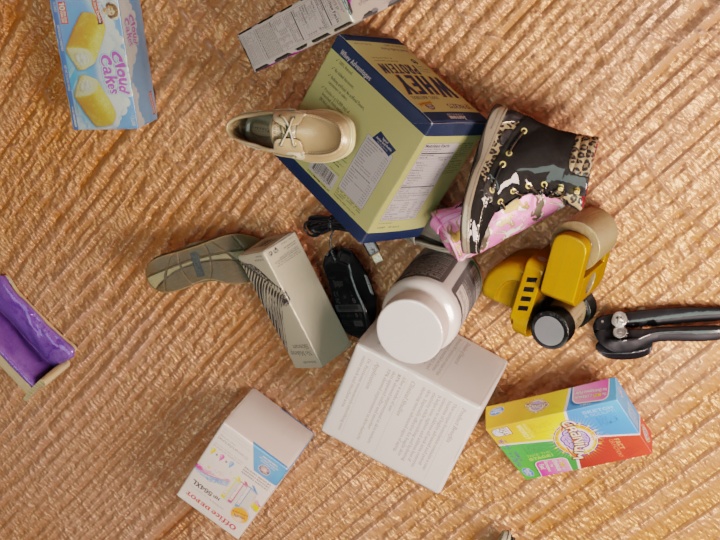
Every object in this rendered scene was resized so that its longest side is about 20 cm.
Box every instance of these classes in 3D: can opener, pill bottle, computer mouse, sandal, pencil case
[{"bbox_3d":[0.422,0.078,1.693,0.199,0.079,0.064,-12,68,20],"label":"can opener"},{"bbox_3d":[0.096,0.046,1.708,0.113,0.200,0.114,7,113,17],"label":"pill bottle"},{"bbox_3d":[0.000,0.000,1.796,0.140,0.046,0.201,-12,102,51],"label":"computer mouse"},{"bbox_3d":[-0.233,-0.014,1.880,0.199,0.054,0.081,-11,103,4],"label":"sandal"},{"bbox_3d":[0.195,-0.087,1.652,0.199,0.083,0.087,-30,101,5],"label":"pencil case"}]

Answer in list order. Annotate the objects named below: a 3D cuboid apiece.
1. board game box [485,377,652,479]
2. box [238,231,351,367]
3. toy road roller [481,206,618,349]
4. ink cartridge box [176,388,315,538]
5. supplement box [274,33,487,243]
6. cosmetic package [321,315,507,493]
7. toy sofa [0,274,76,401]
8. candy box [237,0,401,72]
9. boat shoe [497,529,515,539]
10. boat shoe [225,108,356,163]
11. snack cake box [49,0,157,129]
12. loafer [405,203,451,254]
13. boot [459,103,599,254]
[{"bbox_3d":[0.302,0.231,1.759,0.199,0.040,0.153,-17,135,25],"label":"board game box"},{"bbox_3d":[-0.099,0.046,1.836,0.082,0.068,0.201,-10,111,55],"label":"box"},{"bbox_3d":[0.256,-0.001,1.681,0.146,0.123,0.201,25,118,22],"label":"toy road roller"},{"bbox_3d":[-0.190,0.320,1.962,0.128,0.125,0.200,35,117,3],"label":"ink cartridge box"},{"bbox_3d":[0.026,-0.179,1.645,0.200,0.134,0.200,46,121,25],"label":"supplement box"},{"bbox_3d":[0.079,0.183,1.788,0.199,0.166,0.168,28,118,8],"label":"cosmetic package"},{"bbox_3d":[-0.582,0.110,2.043,0.200,0.083,0.098,47,119,-3],"label":"toy sofa"},{"bbox_3d":[-0.049,-0.339,1.613,0.200,0.136,0.061,-16,104,43],"label":"candy box"},{"bbox_3d":[0.235,0.492,1.911,0.062,0.075,0.201,4,117,12],"label":"boat shoe"},{"bbox_3d":[-0.094,-0.181,1.613,0.199,0.065,0.072,12,102,38],"label":"boat shoe"},{"bbox_3d":[-0.380,-0.314,1.811,0.115,0.067,0.201,2,111,20],"label":"snack cake box"},{"bbox_3d":[0.082,-0.072,1.740,0.199,0.070,0.070,17,115,13],"label":"loafer"},{"bbox_3d":[0.216,-0.105,1.574,0.150,0.073,0.201,15,81,10],"label":"boot"}]
